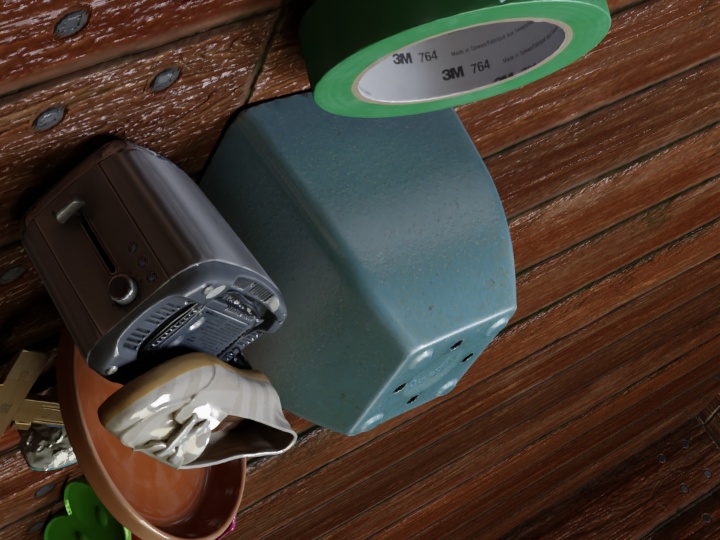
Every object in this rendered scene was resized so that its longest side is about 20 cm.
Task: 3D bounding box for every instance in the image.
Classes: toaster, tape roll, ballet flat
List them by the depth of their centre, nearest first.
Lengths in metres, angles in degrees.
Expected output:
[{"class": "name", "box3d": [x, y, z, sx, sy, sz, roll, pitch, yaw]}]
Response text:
[{"class": "tape roll", "box3d": [0.060, -0.155, 1.031, 0.198, 0.049, 0.201, -14, 170, -2]}, {"class": "toaster", "box3d": [-0.133, 0.000, 1.041, 0.113, 0.130, 0.200, -38, 161, 8]}, {"class": "ballet flat", "box3d": [-0.191, 0.087, 1.262, 0.199, 0.072, 0.072, -29, 161, -41]}]

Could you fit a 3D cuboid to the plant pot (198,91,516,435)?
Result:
[{"class": "plant pot", "box3d": [0.000, 0.000, 1.173, 0.195, 0.201, 0.197, -21, 156, -41]}]

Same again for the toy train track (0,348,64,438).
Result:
[{"class": "toy train track", "box3d": [-0.228, 0.095, 1.171, 0.199, 0.033, 0.115, 12, 126, -38]}]

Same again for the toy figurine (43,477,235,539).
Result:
[{"class": "toy figurine", "box3d": [-0.195, 0.232, 1.551, 0.184, 0.149, 0.202, -38, 142, -41]}]

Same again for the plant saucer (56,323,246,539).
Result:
[{"class": "plant saucer", "box3d": [-0.154, 0.106, 1.163, 0.032, 0.202, 0.200, -21, 169, 25]}]

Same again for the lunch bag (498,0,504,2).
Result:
[{"class": "lunch bag", "box3d": [0.077, -0.235, 0.811, 0.198, 0.123, 0.171, 8, 137, -37]}]

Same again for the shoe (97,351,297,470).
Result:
[{"class": "shoe", "box3d": [-0.099, 0.095, 1.039, 0.070, 0.054, 0.200, -42, 161, 15]}]
